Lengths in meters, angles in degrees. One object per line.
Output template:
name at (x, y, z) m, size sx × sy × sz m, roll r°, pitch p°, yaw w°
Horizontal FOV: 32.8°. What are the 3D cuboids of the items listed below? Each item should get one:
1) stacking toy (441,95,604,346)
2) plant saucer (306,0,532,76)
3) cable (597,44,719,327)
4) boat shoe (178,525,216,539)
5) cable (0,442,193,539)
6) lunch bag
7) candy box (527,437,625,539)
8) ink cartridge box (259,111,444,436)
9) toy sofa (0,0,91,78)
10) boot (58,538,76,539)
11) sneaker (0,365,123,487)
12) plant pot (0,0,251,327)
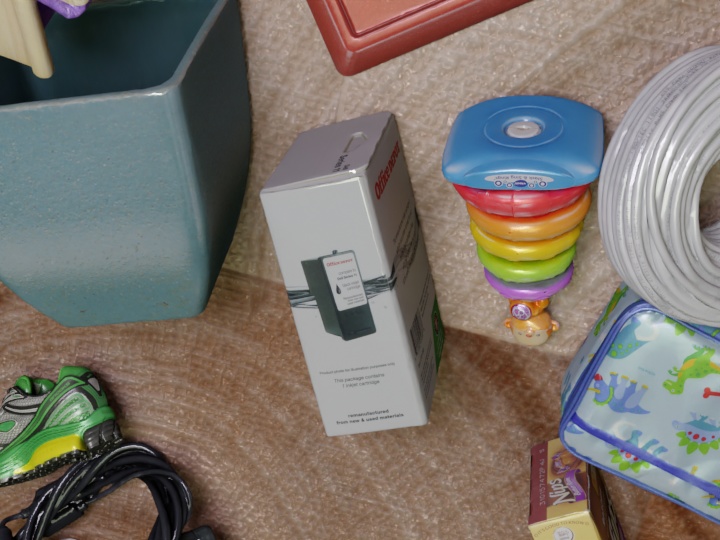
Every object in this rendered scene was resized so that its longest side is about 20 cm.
stacking toy at (0.126, -0.021, 0.933) m, size 0.114 × 0.110 × 0.202 m, roll 2°, pitch 126°, yaw 12°
plant saucer at (0.032, -0.259, 0.868) m, size 0.198 × 0.037 × 0.201 m, roll -19°, pitch 109°, yaw 18°
cable at (0.261, -0.059, 0.861) m, size 0.198 × 0.069 × 0.202 m, roll 10°, pitch 105°, yaw -27°
boat shoe at (-0.130, 0.307, 1.127) m, size 0.066 × 0.074 × 0.201 m, roll -34°, pitch 125°, yaw -20°
cable at (-0.236, 0.236, 1.066) m, size 0.198 × 0.164 × 0.051 m, roll -24°, pitch 130°, yaw 10°
lunch bag at (0.265, 0.108, 0.969) m, size 0.198 × 0.083 × 0.162 m, roll 27°, pitch 118°, yaw -2°
candy box at (0.196, 0.254, 1.023) m, size 0.056 × 0.117 × 0.202 m, roll -18°, pitch 110°, yaw 17°
ink cartridge box at (0.000, 0.000, 0.927) m, size 0.082 × 0.147 × 0.202 m, roll -8°, pitch 111°, yaw 14°
toy sofa at (-0.184, -0.231, 0.822) m, size 0.096 × 0.202 × 0.083 m, roll 20°, pitch 152°, yaw 6°
boot at (-0.233, 0.347, 1.148) m, size 0.199 × 0.091 × 0.073 m, roll 40°, pitch 116°, yaw -9°
sneaker at (-0.297, 0.142, 1.090) m, size 0.198 × 0.078 × 0.086 m, roll -23°, pitch 78°, yaw 24°
plant pot at (-0.179, -0.073, 0.907) m, size 0.193 × 0.197 × 0.202 m, roll -6°, pitch 122°, yaw 12°
